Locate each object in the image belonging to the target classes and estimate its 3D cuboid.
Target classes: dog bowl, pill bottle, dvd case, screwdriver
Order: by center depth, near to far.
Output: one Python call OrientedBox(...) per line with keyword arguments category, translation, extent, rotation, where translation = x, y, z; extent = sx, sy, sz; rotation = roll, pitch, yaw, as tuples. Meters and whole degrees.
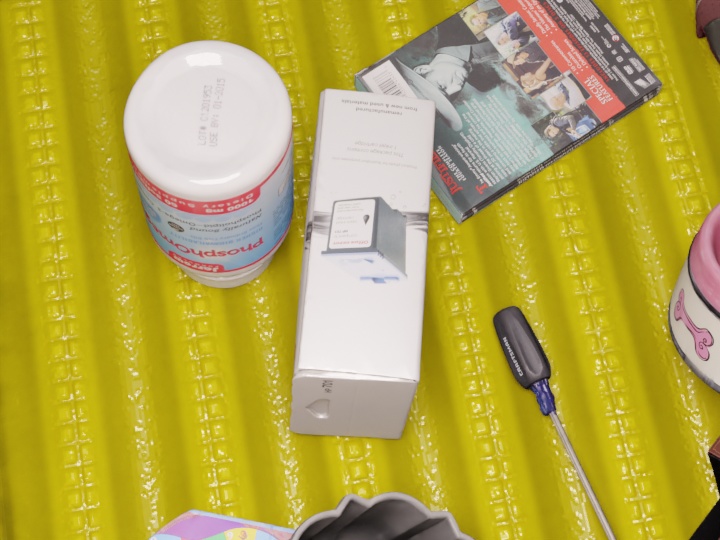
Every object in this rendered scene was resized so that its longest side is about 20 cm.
OrientedBox(category="pill bottle", translation=(-0.099, -0.062, 0.981), extent=(0.107, 0.200, 0.110), rotation=(1, 68, -1))
OrientedBox(category="dog bowl", translation=(0.314, 0.012, 0.988), extent=(0.197, 0.074, 0.201), rotation=(-3, 39, 2))
OrientedBox(category="screwdriver", translation=(0.139, 0.117, 1.014), extent=(0.029, 0.028, 0.202), rotation=(-27, 70, 21))
OrientedBox(category="dvd case", translation=(0.115, -0.145, 1.118), extent=(0.199, 0.022, 0.147), rotation=(-33, 73, -15))

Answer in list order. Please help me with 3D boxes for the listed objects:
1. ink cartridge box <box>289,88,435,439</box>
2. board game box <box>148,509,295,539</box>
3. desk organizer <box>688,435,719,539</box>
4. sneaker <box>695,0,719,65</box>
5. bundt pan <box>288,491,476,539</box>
OrientedBox(category="ink cartridge box", translation=(0.000, 0.000, 0.990), extent=(0.085, 0.147, 0.202), rotation=(4, 69, -3))
OrientedBox(category="board game box", translation=(-0.074, 0.243, 0.948), extent=(0.197, 0.039, 0.160), rotation=(11, 69, 2))
OrientedBox(category="desk organizer", translation=(0.251, 0.178, 0.958), extent=(0.077, 0.072, 0.200), rotation=(27, 67, 39))
OrientedBox(category="sneaker", translation=(0.342, -0.192, 1.089), extent=(0.199, 0.117, 0.075), rotation=(20, 27, 41))
OrientedBox(category="bundt pan", translation=(0.004, 0.247, 0.902), extent=(0.200, 0.076, 0.204), rotation=(14, 63, -29))
